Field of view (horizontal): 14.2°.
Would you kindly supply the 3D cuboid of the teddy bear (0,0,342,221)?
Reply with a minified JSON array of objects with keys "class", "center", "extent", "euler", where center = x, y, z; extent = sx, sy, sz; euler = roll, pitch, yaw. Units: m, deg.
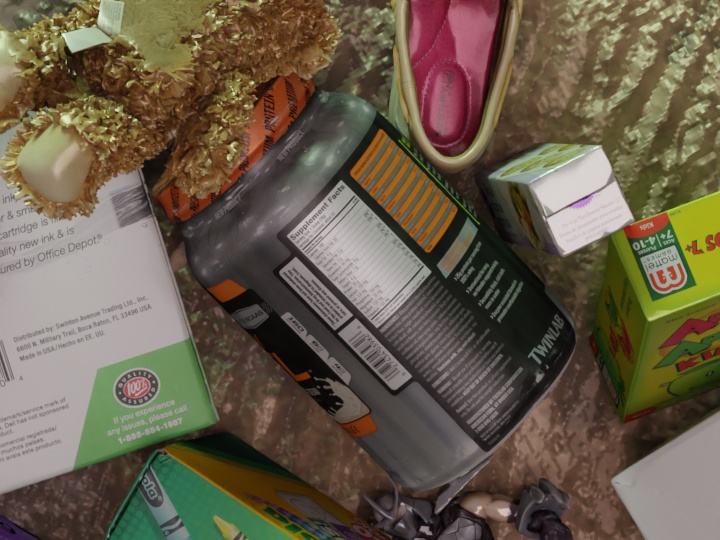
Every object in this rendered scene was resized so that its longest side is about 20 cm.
[{"class":"teddy bear","center":[-0.102,-0.094,1.321],"extent":[0.144,0.067,0.200],"euler":[30,52,7]}]

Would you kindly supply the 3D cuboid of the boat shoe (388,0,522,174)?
[{"class":"boat shoe","center":[0.051,-0.145,1.427],"extent":[0.073,0.069,0.201],"euler":[0,98,-7]}]

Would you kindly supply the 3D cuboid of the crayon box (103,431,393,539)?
[{"class":"crayon box","center":[-0.015,0.158,1.403],"extent":[0.199,0.119,0.058],"euler":[33,98,11]}]

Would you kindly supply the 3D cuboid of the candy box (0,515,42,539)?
[{"class":"candy box","center":[-0.132,0.201,1.385],"extent":[0.167,0.200,0.072],"euler":[32,93,-11]}]

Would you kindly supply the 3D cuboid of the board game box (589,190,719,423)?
[{"class":"board game box","center":[0.170,0.013,1.398],"extent":[0.101,0.200,0.048],"euler":[-20,74,-4]}]

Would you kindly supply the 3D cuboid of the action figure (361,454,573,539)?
[{"class":"action figure","center":[0.079,0.174,1.476],"extent":[0.200,0.069,0.130],"euler":[40,105,-6]}]

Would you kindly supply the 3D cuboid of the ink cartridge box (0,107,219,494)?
[{"class":"ink cartridge box","center":[-0.168,-0.004,1.411],"extent":[0.145,0.084,0.201],"euler":[-17,99,-4]}]

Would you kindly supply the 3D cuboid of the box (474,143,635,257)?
[{"class":"box","center":[0.090,-0.035,1.381],"extent":[0.041,0.200,0.039],"euler":[-25,95,-2]}]

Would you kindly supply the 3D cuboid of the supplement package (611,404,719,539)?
[{"class":"supplement package","center":[0.245,0.143,1.431],"extent":[0.155,0.111,0.201],"euler":[-33,85,14]}]

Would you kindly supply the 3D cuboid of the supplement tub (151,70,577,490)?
[{"class":"supplement tub","center":[0.000,0.000,1.414],"extent":[0.123,0.123,0.200],"euler":[-44,100,0]}]
